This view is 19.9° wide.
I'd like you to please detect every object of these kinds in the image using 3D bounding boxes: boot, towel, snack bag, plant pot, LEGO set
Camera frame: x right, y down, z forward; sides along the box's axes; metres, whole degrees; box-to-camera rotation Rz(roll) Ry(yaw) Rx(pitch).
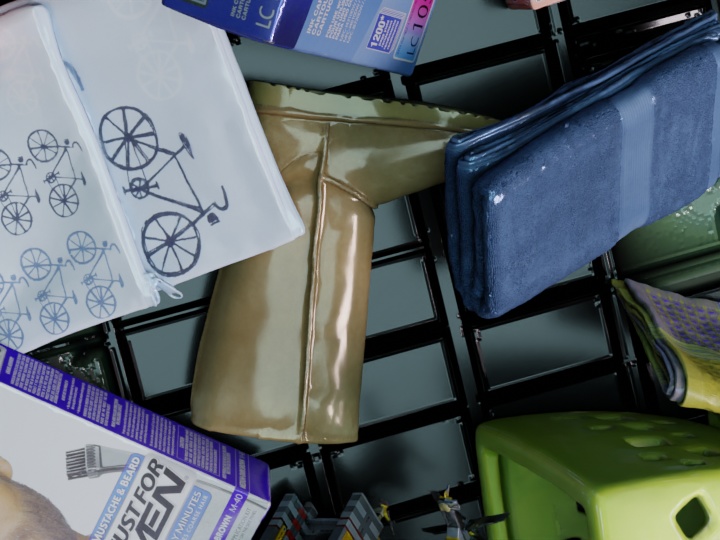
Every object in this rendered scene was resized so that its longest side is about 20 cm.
[{"bbox_3d":[0.000,0.000,1.177,0.174,0.066,0.201,8,96,2],"label":"boot"},{"bbox_3d":[0.249,0.055,1.180,0.199,0.144,0.023,12,111,-12],"label":"towel"},{"bbox_3d":[0.131,-0.059,1.145,0.199,0.048,0.112,-30,137,-28],"label":"towel"},{"bbox_3d":[-0.147,-0.066,1.136,0.199,0.021,0.190,-19,100,12],"label":"snack bag"},{"bbox_3d":[0.189,0.179,1.166,0.180,0.200,0.200,-10,99,-13],"label":"plant pot"},{"bbox_3d":[0.023,0.195,1.166,0.154,0.199,0.116,52,47,-25],"label":"LEGO set"}]

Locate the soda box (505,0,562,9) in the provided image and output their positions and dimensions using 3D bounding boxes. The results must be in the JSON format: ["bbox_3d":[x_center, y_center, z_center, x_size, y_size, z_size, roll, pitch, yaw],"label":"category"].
[{"bbox_3d":[0.171,-0.211,1.171,0.199,0.064,0.069,-19,100,-7],"label":"soda box"}]

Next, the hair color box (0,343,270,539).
[{"bbox_3d":[-0.162,0.126,1.158,0.199,0.065,0.110,25,104,-10],"label":"hair color box"}]

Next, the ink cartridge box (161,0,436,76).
[{"bbox_3d":[-0.024,-0.184,1.071,0.076,0.200,0.137,22,99,27],"label":"ink cartridge box"}]
